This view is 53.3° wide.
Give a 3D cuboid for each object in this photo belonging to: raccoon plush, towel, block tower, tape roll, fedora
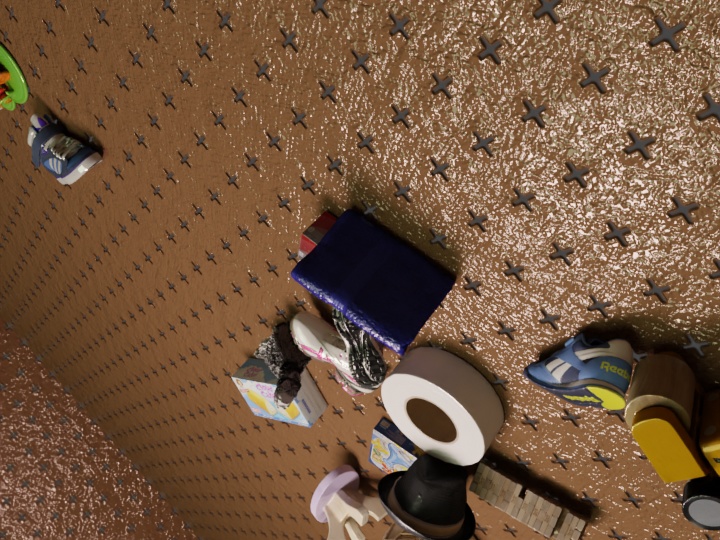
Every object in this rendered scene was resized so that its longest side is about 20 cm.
[{"bbox_3d":[-0.166,0.186,1.362,0.096,0.201,0.134,37,134,-12],"label":"raccoon plush"},{"bbox_3d":[0.018,0.016,1.025,0.199,0.148,0.050,34,153,14],"label":"towel"},{"bbox_3d":[0.276,0.388,1.200,0.199,0.054,0.058,24,180,29],"label":"block tower"},{"bbox_3d":[0.133,0.225,1.186,0.201,0.071,0.204,27,141,24],"label":"tape roll"},{"bbox_3d":[0.128,0.376,1.232,0.200,0.200,0.092,30,107,20],"label":"fedora"}]

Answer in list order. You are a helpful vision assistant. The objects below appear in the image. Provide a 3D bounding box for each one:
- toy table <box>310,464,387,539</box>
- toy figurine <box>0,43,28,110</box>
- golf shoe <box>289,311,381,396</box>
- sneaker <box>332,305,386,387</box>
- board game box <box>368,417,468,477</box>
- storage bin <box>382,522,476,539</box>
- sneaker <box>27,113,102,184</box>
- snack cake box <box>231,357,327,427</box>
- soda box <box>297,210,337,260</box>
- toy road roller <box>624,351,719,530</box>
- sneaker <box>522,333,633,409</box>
[{"bbox_3d":[-0.029,0.535,1.594,0.117,0.183,0.201,44,161,30],"label":"toy table"},{"bbox_3d":[-0.808,-0.358,1.468,0.150,0.184,0.200,47,146,-4],"label":"toy figurine"},{"bbox_3d":[-0.037,0.139,1.279,0.200,0.073,0.092,43,141,-14],"label":"golf shoe"},{"bbox_3d":[-0.002,0.090,1.187,0.073,0.079,0.202,-7,112,4],"label":"sneaker"},{"bbox_3d":[0.109,0.387,1.407,0.199,0.034,0.136,30,143,21],"label":"board game box"},{"bbox_3d":[0.174,0.611,1.517,0.200,0.094,0.198,51,145,-8],"label":"storage bin"},{"bbox_3d":[-0.619,-0.256,1.465,0.199,0.081,0.147,0,130,53],"label":"sneaker"},{"bbox_3d":[-0.177,0.260,1.547,0.199,0.067,0.116,-1,126,46],"label":"snack cake box"},{"bbox_3d":[0.000,0.000,1.099,0.199,0.063,0.070,36,146,12],"label":"soda box"},{"bbox_3d":[0.412,0.182,0.816,0.146,0.123,0.200,-31,102,40],"label":"toy road roller"},{"bbox_3d":[0.286,0.129,0.936,0.073,0.083,0.200,26,168,-14],"label":"sneaker"}]
